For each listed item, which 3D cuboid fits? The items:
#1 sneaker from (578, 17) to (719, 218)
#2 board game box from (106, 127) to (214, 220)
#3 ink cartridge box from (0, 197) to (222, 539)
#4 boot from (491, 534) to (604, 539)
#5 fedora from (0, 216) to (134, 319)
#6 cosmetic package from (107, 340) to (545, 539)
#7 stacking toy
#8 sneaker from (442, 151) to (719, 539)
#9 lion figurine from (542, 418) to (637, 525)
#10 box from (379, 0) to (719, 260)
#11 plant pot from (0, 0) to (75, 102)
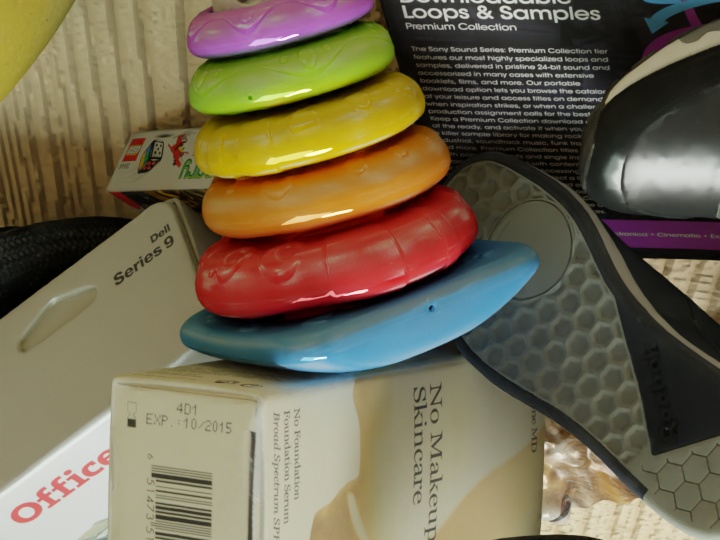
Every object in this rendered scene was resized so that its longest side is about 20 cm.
[{"bbox_3d":[0.179,-0.040,0.708,0.199,0.088,0.076,-7,131,-11],"label":"sneaker"},{"bbox_3d":[0.000,0.000,0.891,0.200,0.035,0.126,35,160,-33],"label":"board game box"},{"bbox_3d":[-0.069,0.080,0.893,0.146,0.084,0.200,-37,136,14],"label":"ink cartridge box"},{"bbox_3d":[0.085,0.148,0.781,0.202,0.074,0.154,6,165,-21],"label":"boot"},{"bbox_3d":[-0.151,0.037,0.950,0.200,0.092,0.202,-18,130,-23],"label":"fedora"},{"bbox_3d":[-0.007,0.083,0.776,0.071,0.106,0.200,4,-173,34],"label":"cosmetic package"},{"bbox_3d":[-0.024,-0.070,0.727,0.110,0.116,0.201,7,115,58],"label":"stacking toy"},{"bbox_3d":[0.120,0.040,0.802,0.077,0.202,0.146,-50,146,15],"label":"sneaker"},{"bbox_3d":[0.163,0.069,0.972,0.122,0.073,0.200,36,126,-23],"label":"lion figurine"},{"bbox_3d":[0.091,-0.072,0.789,0.142,0.036,0.200,2,148,15],"label":"box"},{"bbox_3d":[-0.200,-0.101,0.724,0.199,0.143,0.200,7,148,4],"label":"plant pot"}]
